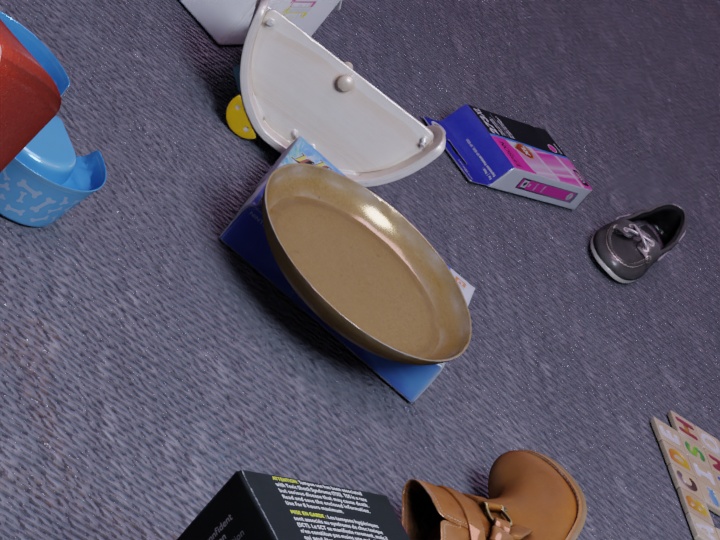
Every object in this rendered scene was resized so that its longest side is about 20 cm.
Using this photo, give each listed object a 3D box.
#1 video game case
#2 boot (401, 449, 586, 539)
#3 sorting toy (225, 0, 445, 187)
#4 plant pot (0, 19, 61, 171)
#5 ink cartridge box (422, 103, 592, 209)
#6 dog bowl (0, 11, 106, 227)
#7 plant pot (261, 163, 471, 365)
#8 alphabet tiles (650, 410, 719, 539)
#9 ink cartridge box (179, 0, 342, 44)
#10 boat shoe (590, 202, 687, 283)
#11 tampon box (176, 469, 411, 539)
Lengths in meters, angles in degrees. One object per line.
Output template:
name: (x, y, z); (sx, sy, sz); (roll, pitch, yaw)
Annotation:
video game case: (-0.005, -0.005, 1.831); (0.200, 0.045, 0.181); (41, 21, -5)
boot: (0.089, 0.178, 1.626); (0.154, 0.074, 0.201); (25, 25, -29)
sorting toy: (-0.036, -0.155, 1.996); (0.199, 0.107, 0.180); (37, 15, -13)
plant pot: (-0.297, -0.113, 1.364); (0.200, 0.200, 0.176); (49, 10, 16)
ink cartridge box: (0.151, -0.117, 2.318); (0.199, 0.037, 0.095); (9, 40, -51)
dog bowl: (-0.250, -0.109, 1.600); (0.111, 0.050, 0.201); (21, 31, -42)
plant pot: (0.000, 0.000, 1.741); (0.199, 0.027, 0.201); (33, 28, -20)
alphabet tiles: (0.338, 0.211, 2.069); (0.167, 0.008, 0.201); (31, 25, -26)
ink cartridge box: (-0.087, -0.299, 2.119); (0.129, 0.125, 0.200); (47, 23, 12)
boat shoe: (0.292, -0.036, 2.373); (0.067, 0.057, 0.200); (46, 22, 9)
tampon box: (-0.027, 0.235, 1.215); (0.126, 0.150, 0.201); (17, 34, -46)
